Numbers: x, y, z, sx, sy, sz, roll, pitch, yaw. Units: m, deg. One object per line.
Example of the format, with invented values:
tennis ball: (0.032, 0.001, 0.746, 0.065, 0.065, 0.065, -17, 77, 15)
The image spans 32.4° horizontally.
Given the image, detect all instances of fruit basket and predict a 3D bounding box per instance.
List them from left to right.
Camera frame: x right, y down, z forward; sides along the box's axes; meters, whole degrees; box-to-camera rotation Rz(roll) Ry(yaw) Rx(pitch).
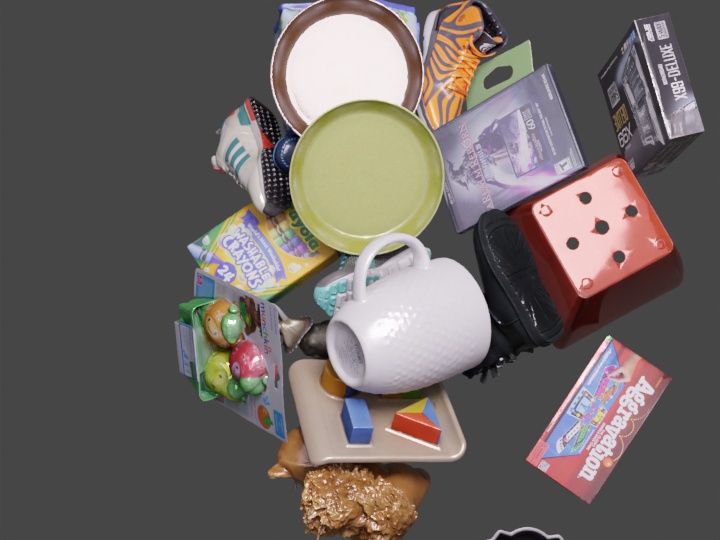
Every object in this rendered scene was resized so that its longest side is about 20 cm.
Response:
fruit basket: (-0.161, 0.108, 1.582, 0.093, 0.200, 0.187, -14, 113, -30)

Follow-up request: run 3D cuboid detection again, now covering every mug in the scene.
mug: (0.048, 0.053, 1.539, 0.174, 0.147, 0.202, -18, 108, -32)

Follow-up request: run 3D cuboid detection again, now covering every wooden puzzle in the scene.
wooden puzzle: (0.020, 0.167, 1.571, 0.198, 0.047, 0.186, -2, 37, -14)

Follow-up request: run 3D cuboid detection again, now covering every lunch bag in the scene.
lunch bag: (-0.011, -0.273, 1.688, 0.198, 0.127, 0.172, -4, 82, -12)

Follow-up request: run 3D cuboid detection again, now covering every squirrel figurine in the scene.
squirrel figurine: (-0.021, 0.268, 1.558, 0.186, 0.200, 0.142, 39, 90, 0)

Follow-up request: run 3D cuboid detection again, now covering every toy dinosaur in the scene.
toy dinosaur: (-0.028, 0.088, 1.637, 0.198, 0.102, 0.078, 0, 81, 5)

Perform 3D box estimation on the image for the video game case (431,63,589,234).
video game case: (0.182, -0.152, 1.578, 0.199, 0.019, 0.144, -28, 71, 32)

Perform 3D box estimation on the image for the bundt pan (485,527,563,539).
bundt pan: (0.209, 0.429, 1.579, 0.200, 0.076, 0.204, -1, 80, 4)

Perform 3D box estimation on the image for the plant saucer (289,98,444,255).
plant saucer: (0.007, -0.120, 1.584, 0.198, 0.031, 0.202, -1, 104, -5)

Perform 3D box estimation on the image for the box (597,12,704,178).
box: (0.374, -0.221, 1.611, 0.049, 0.200, 0.159, -13, 81, -5)

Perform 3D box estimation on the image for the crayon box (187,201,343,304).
crayon box: (-0.119, -0.034, 1.688, 0.199, 0.052, 0.126, -35, 81, -3)

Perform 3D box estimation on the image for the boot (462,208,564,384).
boot: (0.161, 0.037, 1.600, 0.073, 0.162, 0.200, -26, 89, -43)

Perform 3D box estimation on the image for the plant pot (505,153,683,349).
plant pot: (0.300, -0.038, 1.598, 0.199, 0.176, 0.201, -28, 80, -1)

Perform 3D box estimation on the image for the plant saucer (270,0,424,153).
plant saucer: (-0.018, -0.252, 1.602, 0.198, 0.032, 0.202, 0, 92, -3)

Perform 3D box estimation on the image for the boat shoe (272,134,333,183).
boat shoe: (-0.016, -0.142, 1.648, 0.198, 0.069, 0.085, 8, 95, -23)

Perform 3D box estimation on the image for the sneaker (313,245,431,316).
sneaker: (0.000, 0.000, 1.630, 0.091, 0.199, 0.078, 37, 127, 28)

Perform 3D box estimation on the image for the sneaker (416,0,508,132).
sneaker: (0.136, -0.277, 1.665, 0.111, 0.077, 0.202, -12, 69, 43)

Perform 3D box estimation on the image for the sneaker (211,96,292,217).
sneaker: (-0.152, -0.139, 1.676, 0.093, 0.070, 0.201, -32, 52, 24)

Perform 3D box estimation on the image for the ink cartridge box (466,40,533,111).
ink cartridge box: (0.177, -0.190, 1.650, 0.048, 0.145, 0.202, -1, 80, -35)

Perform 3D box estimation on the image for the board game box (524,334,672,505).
board game box: (0.315, 0.197, 1.639, 0.103, 0.019, 0.201, 34, 84, 7)
